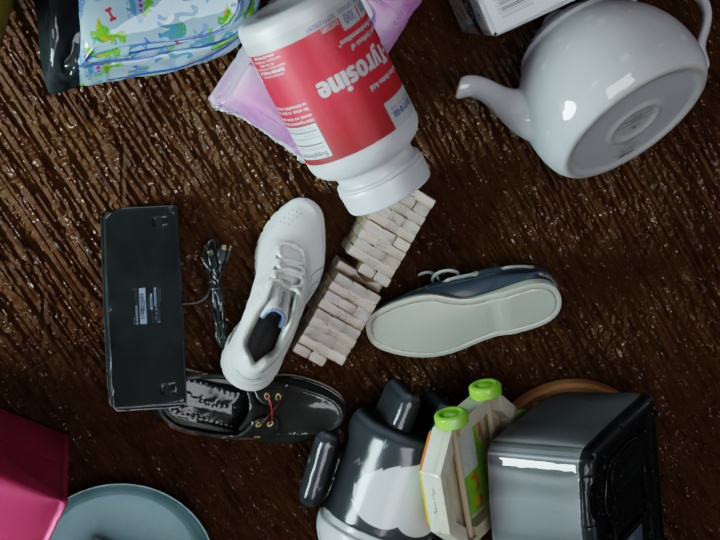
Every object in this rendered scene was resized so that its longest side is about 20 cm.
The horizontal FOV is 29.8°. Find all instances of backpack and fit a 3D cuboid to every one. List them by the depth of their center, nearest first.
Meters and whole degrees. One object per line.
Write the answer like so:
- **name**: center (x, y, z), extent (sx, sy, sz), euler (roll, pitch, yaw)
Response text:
- **backpack**: center (-0.190, -0.254, 1.243), extent (0.200, 0.154, 0.163), euler (-2, 81, -22)

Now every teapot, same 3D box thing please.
- **teapot**: center (0.231, -0.198, 1.320), extent (0.197, 0.200, 0.146), euler (-47, 63, 33)

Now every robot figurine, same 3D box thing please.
- **robot figurine**: center (0.032, 0.215, 1.368), extent (0.150, 0.125, 0.200), euler (23, 97, 22)

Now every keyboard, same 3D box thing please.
- **keyboard**: center (-0.187, 0.034, 1.320), extent (0.127, 0.021, 0.200), euler (-3, 83, -4)

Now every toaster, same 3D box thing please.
- **toaster**: center (0.216, 0.233, 1.336), extent (0.119, 0.200, 0.181), euler (1, 106, 33)

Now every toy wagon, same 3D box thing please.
- **toy wagon**: center (0.125, 0.187, 1.342), extent (0.040, 0.200, 0.155), euler (2, 111, 34)

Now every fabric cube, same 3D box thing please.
- **fabric cube**: center (-0.402, 0.226, 1.256), extent (0.199, 0.200, 0.196), euler (25, 95, -16)

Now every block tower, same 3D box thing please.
- **block tower**: center (0.000, 0.000, 1.360), extent (0.054, 0.058, 0.200), euler (29, 96, -14)

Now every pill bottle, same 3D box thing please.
- **pill bottle**: center (-0.017, -0.155, 1.222), extent (0.112, 0.112, 0.200), euler (-30, 109, -4)

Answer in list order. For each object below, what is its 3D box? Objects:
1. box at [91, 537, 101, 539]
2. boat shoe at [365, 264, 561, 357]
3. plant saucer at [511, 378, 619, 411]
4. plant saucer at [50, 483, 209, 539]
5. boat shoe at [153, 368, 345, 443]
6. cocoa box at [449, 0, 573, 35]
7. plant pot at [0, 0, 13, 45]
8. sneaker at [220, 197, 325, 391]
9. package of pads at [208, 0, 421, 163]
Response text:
- **box**: center (-0.193, 0.362, 1.341), extent (0.200, 0.101, 0.113), euler (22, 96, -13)
- **boat shoe**: center (0.102, 0.034, 1.379), extent (0.200, 0.062, 0.075), euler (-15, 119, 2)
- **plant saucer**: center (0.227, 0.217, 1.451), extent (0.200, 0.037, 0.200), euler (-2, 101, -11)
- **plant saucer**: center (-0.249, 0.310, 1.387), extent (0.200, 0.027, 0.200), euler (-2, 101, -9)
- **boat shoe**: center (-0.110, 0.140, 1.364), extent (0.201, 0.063, 0.074), euler (8, 96, -13)
- **cocoa box**: center (0.130, -0.339, 1.280), extent (0.133, 0.131, 0.200), euler (-26, 104, -4)
- **plant pot**: center (-0.376, -0.291, 1.165), extent (0.200, 0.176, 0.200), euler (18, 97, -3)
- **sneaker**: center (-0.075, 0.020, 1.320), extent (0.074, 0.087, 0.200), euler (18, 76, -10)
- **package of pads**: center (-0.045, -0.213, 1.300), extent (0.120, 0.076, 0.200), euler (31, 94, -19)
